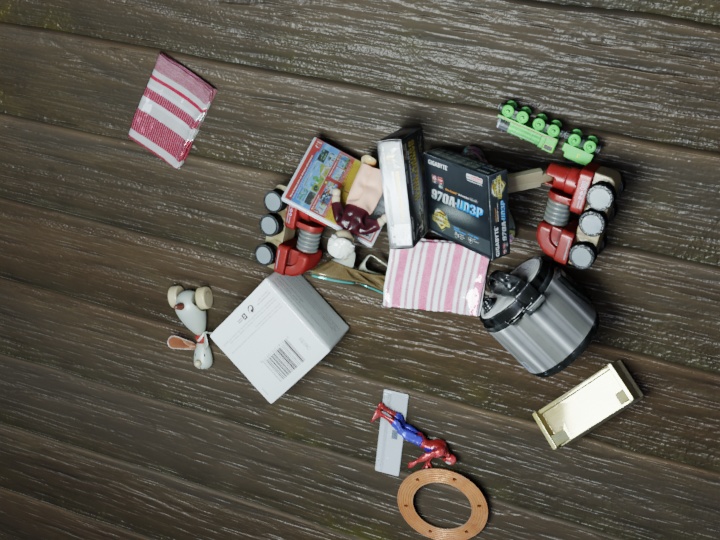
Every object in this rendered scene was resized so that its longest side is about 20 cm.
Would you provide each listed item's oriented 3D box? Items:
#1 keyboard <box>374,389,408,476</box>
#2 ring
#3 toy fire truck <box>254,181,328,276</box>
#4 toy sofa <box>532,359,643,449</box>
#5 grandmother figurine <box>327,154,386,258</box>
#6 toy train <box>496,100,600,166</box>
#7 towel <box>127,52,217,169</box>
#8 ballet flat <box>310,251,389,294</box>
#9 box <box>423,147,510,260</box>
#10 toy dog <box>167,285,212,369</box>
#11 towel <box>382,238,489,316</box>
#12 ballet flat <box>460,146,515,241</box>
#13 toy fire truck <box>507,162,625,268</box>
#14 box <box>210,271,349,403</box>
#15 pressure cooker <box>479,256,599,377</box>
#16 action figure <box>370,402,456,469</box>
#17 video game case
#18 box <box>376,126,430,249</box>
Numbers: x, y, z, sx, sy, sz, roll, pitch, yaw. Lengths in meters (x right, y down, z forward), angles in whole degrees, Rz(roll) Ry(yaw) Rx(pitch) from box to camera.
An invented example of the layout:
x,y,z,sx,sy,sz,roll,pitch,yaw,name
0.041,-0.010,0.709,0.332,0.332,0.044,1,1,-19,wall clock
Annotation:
x,y,z,sx,sy,sz,roll,pitch,yaw,name
0.068,0.354,1.791,0.056,0.011,0.202,9,110,10,keyboard
0.178,0.505,1.783,0.198,0.019,0.202,7,118,13,ring
-0.089,-0.071,1.659,0.199,0.128,0.178,22,113,21,toy fire truck
0.445,0.262,1.607,0.200,0.097,0.083,-40,67,25,toy sofa
-0.003,-0.113,1.562,0.120,0.061,0.201,23,79,19,grandmother figurine
0.337,-0.248,1.496,0.199,0.042,0.057,25,123,9,toy train
-0.398,-0.329,1.719,0.143,0.023,0.201,34,114,6,towel
0.000,0.000,1.647,0.198,0.068,0.073,15,96,-12,ballet flat
0.192,-0.124,1.501,0.200,0.046,0.160,33,136,54,box
-0.369,0.126,1.812,0.131,0.096,0.201,-25,98,23,toy dog
0.148,0.013,1.615,0.198,0.030,0.148,6,109,-3,towel
0.231,-0.135,1.547,0.069,0.071,0.202,-18,101,26,ballet flat
0.348,-0.112,1.482,0.199,0.129,0.178,23,122,22,toy fire truck
-0.168,0.129,1.728,0.200,0.131,0.199,47,115,0,box
0.317,0.074,1.517,0.200,0.179,0.176,43,135,-7,pressure cooker
0.105,0.374,1.750,0.199,0.065,0.100,29,108,4,action figure
-0.034,-0.153,1.601,0.199,0.017,0.144,28,77,-1,video game case
0.085,-0.157,1.541,0.048,0.158,0.202,-2,106,19,box
